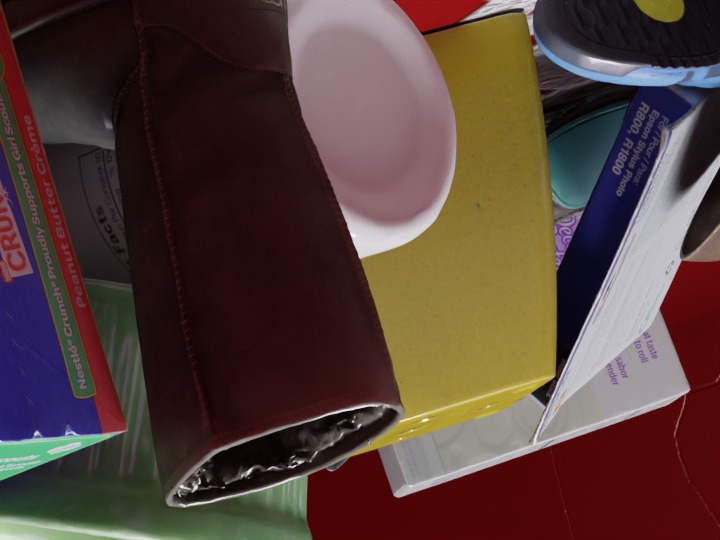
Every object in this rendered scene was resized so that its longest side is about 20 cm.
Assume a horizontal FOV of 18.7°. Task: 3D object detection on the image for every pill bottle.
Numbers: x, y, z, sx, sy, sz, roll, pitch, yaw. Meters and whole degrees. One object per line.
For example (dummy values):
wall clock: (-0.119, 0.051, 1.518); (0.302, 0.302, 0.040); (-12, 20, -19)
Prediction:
pill bottle: (-0.067, -0.042, 0.915); (0.200, 0.115, 0.114); (-18, 173, 42)

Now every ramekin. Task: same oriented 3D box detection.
ramekin: (-0.112, 0.065, 0.908); (0.199, 0.098, 0.200); (7, 169, 1)

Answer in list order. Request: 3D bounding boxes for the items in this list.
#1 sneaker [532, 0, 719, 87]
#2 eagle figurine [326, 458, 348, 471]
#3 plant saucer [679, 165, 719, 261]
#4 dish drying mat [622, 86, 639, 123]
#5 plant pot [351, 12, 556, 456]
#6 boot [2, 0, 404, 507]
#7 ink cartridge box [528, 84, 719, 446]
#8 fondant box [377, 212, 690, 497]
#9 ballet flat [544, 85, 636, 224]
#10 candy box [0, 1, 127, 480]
sneaker: (0.151, -0.112, 1.057); (0.200, 0.066, 0.078); (-13, 161, -39)
eagle figurine: (0.044, 0.065, 1.543); (0.152, 0.151, 0.200); (-52, 169, 26)
plant saucer: (0.231, -0.083, 1.126); (0.201, 0.032, 0.200); (-57, 179, -2)
dish drying mat: (0.207, -0.101, 1.308); (0.200, 0.018, 0.077); (-1, 118, -61)
plant pot: (0.000, 0.000, 1.128); (0.199, 0.177, 0.200); (-15, 171, -10)
boot: (-0.075, -0.012, 0.796); (0.181, 0.201, 0.072); (-24, 164, 36)
ink cartridge box: (0.146, -0.026, 1.180); (0.200, 0.041, 0.200); (-35, 150, -59)
fondant box: (0.094, 0.046, 1.421); (0.199, 0.145, 0.058); (-18, 170, -12)
ballet flat: (0.100, -0.058, 1.333); (0.200, 0.074, 0.074); (-34, 172, -3)
candy box: (-0.200, 0.009, 0.791); (0.200, 0.170, 0.077); (-22, 170, 33)
